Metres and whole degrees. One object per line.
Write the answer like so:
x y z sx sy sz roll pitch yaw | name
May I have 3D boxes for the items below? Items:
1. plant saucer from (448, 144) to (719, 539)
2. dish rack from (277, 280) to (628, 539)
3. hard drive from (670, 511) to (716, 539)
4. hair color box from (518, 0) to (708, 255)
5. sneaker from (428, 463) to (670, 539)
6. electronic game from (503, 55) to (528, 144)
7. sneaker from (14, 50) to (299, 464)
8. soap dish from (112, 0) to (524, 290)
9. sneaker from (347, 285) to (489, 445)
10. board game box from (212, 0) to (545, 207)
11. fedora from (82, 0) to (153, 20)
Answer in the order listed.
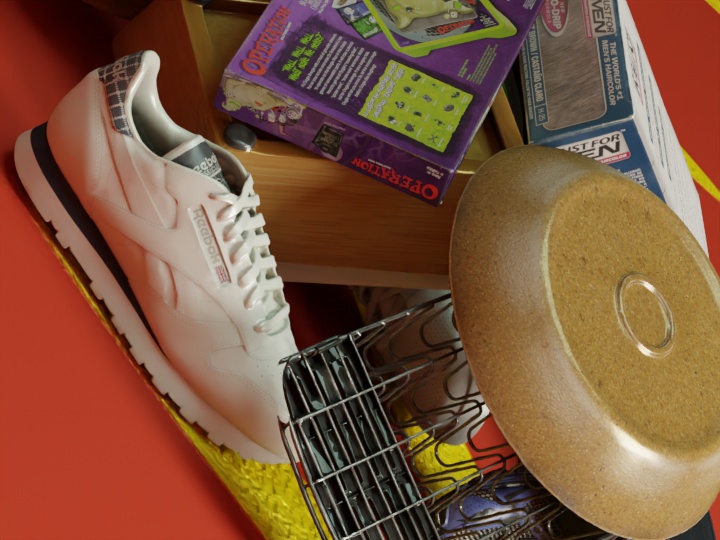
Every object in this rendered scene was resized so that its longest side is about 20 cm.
0.124 0.026 1.323 0.200 0.035 0.201 26 51 -36 | plant saucer
0.042 0.084 1.281 0.199 0.054 0.154 -21 84 -44 | dish rack
0.148 0.125 1.581 0.135 0.042 0.200 42 22 -24 | hard drive
0.140 -0.054 1.513 0.200 0.060 0.101 62 19 -50 | hair color box
0.104 0.156 1.388 0.199 0.075 0.079 27 40 -37 | sneaker
0.017 -0.120 1.546 0.042 0.200 0.200 -38 89 -33 | electronic game
-0.072 -0.002 1.270 0.200 0.080 0.076 53 17 -3 | sneaker
-0.013 -0.068 1.390 0.199 0.081 0.158 5 43 -21 | soap dish
0.000 0.000 1.460 0.115 0.074 0.201 19 38 -32 | sneaker
0.017 -0.117 1.372 0.120 0.032 0.200 28 40 2 | board game box
-0.093 -0.178 1.418 0.200 0.200 0.082 15 64 -59 | fedora
